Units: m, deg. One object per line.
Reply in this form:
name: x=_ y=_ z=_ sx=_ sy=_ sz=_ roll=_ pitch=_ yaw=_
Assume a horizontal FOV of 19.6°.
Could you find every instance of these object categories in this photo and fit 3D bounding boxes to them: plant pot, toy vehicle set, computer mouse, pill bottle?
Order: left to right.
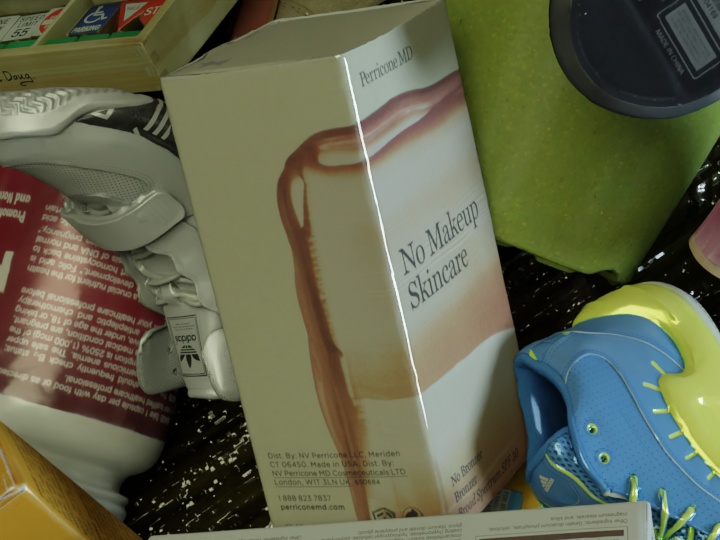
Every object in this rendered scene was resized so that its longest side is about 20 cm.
toy vehicle set: x=-0.141 y=-0.127 z=0.981 sx=0.200 sy=0.027 sz=0.124 roll=-1 pitch=42 yaw=36
pill bottle: x=-0.135 y=0.028 z=0.970 sx=0.114 sy=0.114 sz=0.201 roll=13 pitch=81 yaw=15
plant pot: x=0.099 y=-0.101 z=0.922 sx=0.200 sy=0.200 sz=0.190 roll=23 pitch=96 yaw=16
computer mouse: x=0.157 y=-0.130 z=0.807 sx=0.200 sy=0.053 sz=0.139 roll=-30 pitch=107 yaw=-5

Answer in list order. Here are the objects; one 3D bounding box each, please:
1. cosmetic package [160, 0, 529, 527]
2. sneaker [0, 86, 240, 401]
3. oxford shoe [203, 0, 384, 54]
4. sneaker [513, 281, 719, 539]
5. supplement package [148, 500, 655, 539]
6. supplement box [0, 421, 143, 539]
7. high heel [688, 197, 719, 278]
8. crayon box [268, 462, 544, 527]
cosmetic package: x=0.000 y=0.000 z=0.847 sx=0.087 sy=0.103 sz=0.201 roll=-5 pitch=109 yaw=30
sneaker: x=-0.083 y=-0.007 z=0.889 sx=0.075 sy=0.200 sz=0.115 roll=0 pitch=78 yaw=49
oxford shoe: x=-0.016 y=-0.160 z=1.021 sx=0.075 sy=0.070 sz=0.200 roll=23 pitch=77 yaw=-15
sneaker: x=0.125 y=0.102 z=0.848 sx=0.105 sy=0.076 sz=0.200 roll=-14 pitch=61 yaw=-24
supplement package: x=0.024 y=0.187 z=0.819 sx=0.199 sy=0.156 sz=0.111 roll=-5 pitch=45 yaw=12
supplement box: x=-0.116 y=0.145 z=0.897 sx=0.067 sy=0.200 sz=0.069 roll=-39 pitch=40 yaw=3
high heel: x=0.237 y=-0.021 z=0.864 sx=0.096 sy=0.200 sz=0.067 roll=-58 pitch=25 yaw=31
crayon box: x=0.064 y=0.111 z=0.940 sx=0.199 sy=0.052 sz=0.126 roll=13 pitch=81 yaw=16
